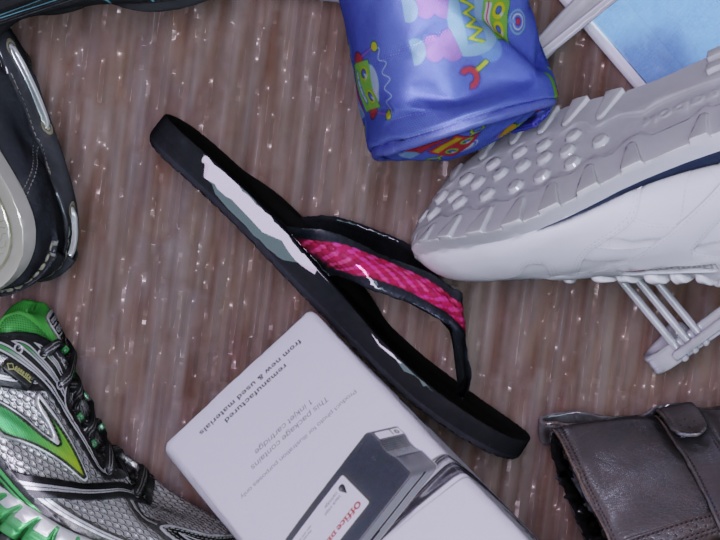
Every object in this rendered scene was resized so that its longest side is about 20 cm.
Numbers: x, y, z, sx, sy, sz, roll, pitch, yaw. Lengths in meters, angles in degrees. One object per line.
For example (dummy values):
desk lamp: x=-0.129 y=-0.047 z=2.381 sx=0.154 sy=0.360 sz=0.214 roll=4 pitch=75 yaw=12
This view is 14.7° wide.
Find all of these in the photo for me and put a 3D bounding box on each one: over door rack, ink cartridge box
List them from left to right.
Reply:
ink cartridge box: x=0.033 y=0.127 z=1.047 sx=0.084 sy=0.200 sz=0.145 roll=-43 pitch=132 yaw=-1
over door rack: x=0.152 y=-0.067 z=1.105 sx=0.200 sy=0.067 sz=0.148 roll=-37 pitch=98 yaw=32

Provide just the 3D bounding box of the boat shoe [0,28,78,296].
boat shoe: x=-0.169 y=-0.085 z=1.108 sx=0.072 sy=0.068 sz=0.201 roll=-26 pitch=83 yaw=30

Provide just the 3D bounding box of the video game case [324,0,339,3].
video game case: x=-0.042 y=-0.214 z=1.119 sx=0.181 sy=0.023 sz=0.201 roll=8 pitch=93 yaw=-1

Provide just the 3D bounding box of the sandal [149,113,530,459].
sandal: x=0.000 y=0.000 z=1.119 sx=0.200 sy=0.075 sz=0.045 roll=44 pitch=93 yaw=-4

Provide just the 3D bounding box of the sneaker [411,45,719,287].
sneaker: x=0.110 y=-0.024 z=1.066 sx=0.199 sy=0.077 sz=0.081 roll=-16 pitch=125 yaw=33

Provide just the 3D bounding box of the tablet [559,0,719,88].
tablet: x=0.141 y=-0.142 z=1.152 sx=0.130 sy=0.014 sz=0.200 roll=-42 pitch=97 yaw=-1

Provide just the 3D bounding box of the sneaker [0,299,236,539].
sneaker: x=-0.129 y=0.064 z=1.109 sx=0.199 sy=0.078 sz=0.085 roll=34 pitch=90 yaw=-6

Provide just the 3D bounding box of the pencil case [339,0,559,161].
pencil case: x=0.026 y=-0.143 z=1.069 sx=0.086 sy=0.078 sz=0.201 roll=-10 pitch=89 yaw=-22

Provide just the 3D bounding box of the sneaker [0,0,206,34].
sneaker: x=-0.098 y=-0.133 z=1.051 sx=0.199 sy=0.079 sz=0.076 roll=-24 pitch=85 yaw=-21

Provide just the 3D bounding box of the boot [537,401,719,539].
boot: x=0.176 y=0.109 z=1.098 sx=0.173 sy=0.200 sz=0.070 roll=-16 pitch=130 yaw=-14
